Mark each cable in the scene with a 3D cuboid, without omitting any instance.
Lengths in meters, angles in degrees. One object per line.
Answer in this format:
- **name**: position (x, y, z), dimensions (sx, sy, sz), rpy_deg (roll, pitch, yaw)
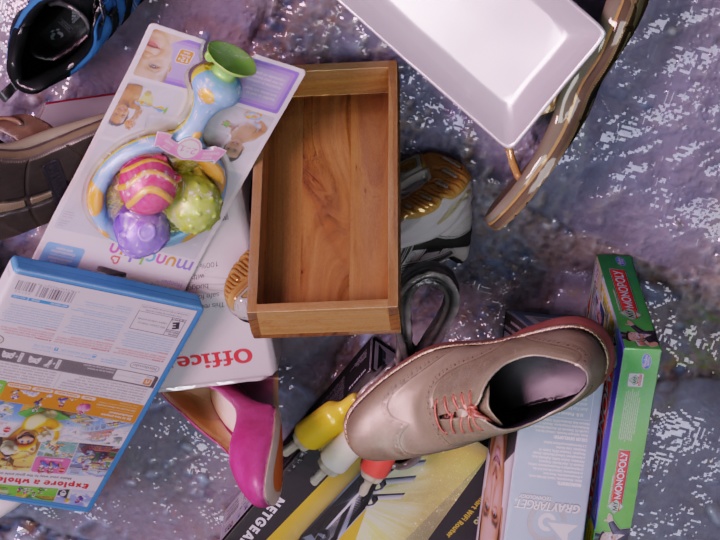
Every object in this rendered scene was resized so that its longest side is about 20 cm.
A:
- **cable**: position (0.028, 0.085, 1.569), dimensions (0.097, 0.051, 0.200), rpy_deg (26, 127, -13)

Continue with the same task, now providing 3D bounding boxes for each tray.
- **tray**: position (0.060, -0.185, 1.483), dimensions (0.200, 0.022, 0.108), rpy_deg (42, 115, 3)
- **tray**: position (-0.022, -0.049, 1.493), dimensions (0.098, 0.201, 0.037), rpy_deg (-2, 146, 5)

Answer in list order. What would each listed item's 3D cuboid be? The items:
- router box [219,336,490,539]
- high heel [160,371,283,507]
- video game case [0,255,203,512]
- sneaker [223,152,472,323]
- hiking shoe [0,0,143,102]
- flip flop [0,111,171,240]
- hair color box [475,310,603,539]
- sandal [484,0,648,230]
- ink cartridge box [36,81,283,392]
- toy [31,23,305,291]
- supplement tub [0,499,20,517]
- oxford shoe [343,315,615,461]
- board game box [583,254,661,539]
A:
- **router box**: position (0.012, 0.171, 1.687), dimensions (0.157, 0.052, 0.200), rpy_deg (33, 115, -14)
- **high heel**: position (-0.104, 0.111, 1.578), dimensions (0.095, 0.200, 0.068), rpy_deg (-1, 118, -3)
- **video game case**: position (-0.212, 0.083, 1.534), dimensions (0.142, 0.018, 0.201), rpy_deg (12, 124, -31)
- **sneaker**: position (0.000, 0.000, 1.546), dimensions (0.199, 0.076, 0.088), rpy_deg (-27, 132, -20)
- **hiking shoe**: position (-0.166, -0.193, 1.482), dimensions (0.074, 0.087, 0.200), rpy_deg (33, 115, -14)
- **flip flop**: position (-0.219, -0.075, 1.476), dimensions (0.198, 0.058, 0.081), rpy_deg (-16, 135, -6)
- **hair color box**: position (0.127, 0.136, 1.588), dimensions (0.060, 0.099, 0.202), rpy_deg (6, 96, -7)
- **sandal**: position (0.132, -0.119, 1.517), dimensions (0.054, 0.080, 0.201), rpy_deg (30, 114, 6)
- **ink cartridge box**: position (-0.142, -0.022, 1.573), dimensions (0.144, 0.084, 0.201), rpy_deg (-7, 116, 7)
- **toy**: position (-0.124, -0.057, 1.456), dimensions (0.114, 0.047, 0.201), rpy_deg (14, 120, -29)
- **supplement tub**: position (-0.314, 0.078, 1.610), dimensions (0.131, 0.132, 0.201), rpy_deg (-14, 118, 10)
- **oxford shoe**: position (0.072, 0.084, 1.501), dimensions (0.199, 0.075, 0.071), rpy_deg (-24, 96, 19)
- **board game box**: position (0.178, 0.108, 1.598), dimensions (0.029, 0.135, 0.201), rpy_deg (4, 118, -5)
